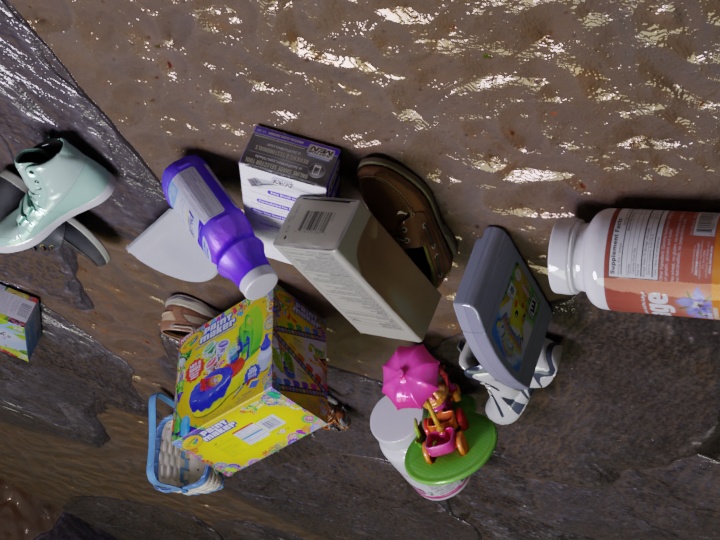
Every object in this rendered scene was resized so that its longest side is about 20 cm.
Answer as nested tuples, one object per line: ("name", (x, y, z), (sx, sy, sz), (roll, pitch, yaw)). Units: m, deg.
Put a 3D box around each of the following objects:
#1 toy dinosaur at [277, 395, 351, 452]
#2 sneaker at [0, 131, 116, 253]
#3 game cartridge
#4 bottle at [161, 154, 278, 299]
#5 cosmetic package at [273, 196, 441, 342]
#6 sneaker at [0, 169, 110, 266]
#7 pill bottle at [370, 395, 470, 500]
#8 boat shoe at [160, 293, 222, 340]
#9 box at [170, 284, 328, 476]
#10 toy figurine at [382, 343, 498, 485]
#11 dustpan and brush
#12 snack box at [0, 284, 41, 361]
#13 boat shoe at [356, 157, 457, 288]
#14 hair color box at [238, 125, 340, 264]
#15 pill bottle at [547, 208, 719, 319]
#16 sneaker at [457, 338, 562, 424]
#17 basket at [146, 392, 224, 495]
("toy dinosaur", (-0.114, 0.229, 1.898), (0.200, 0.102, 0.136), (45, 131, -7))
("sneaker", (-0.440, -0.107, 1.466), (0.200, 0.074, 0.118), (-29, 135, 13))
("game cartridge", (0.178, 0.057, 1.357), (0.040, 0.134, 0.200), (7, 150, 36))
("bottle", (-0.172, -0.051, 1.353), (0.200, 0.065, 0.084), (52, 161, 25))
("cosmetic package", (0.000, 0.000, 1.295), (0.105, 0.071, 0.200), (7, 152, 39))
("sneaker", (-0.464, -0.045, 1.588), (0.200, 0.106, 0.075), (40, 167, -23))
("pill bottle", (0.099, 0.286, 1.811), (0.113, 0.114, 0.200), (0, 144, 32))
("boat shoe", (-0.225, 0.108, 1.750), (0.199, 0.072, 0.076), (21, 151, -2))
("box", (-0.160, 0.160, 1.609), (0.199, 0.193, 0.122), (-31, 131, 26))
("toy figurine", (0.102, 0.180, 1.621), (0.149, 0.200, 0.185), (-18, 117, 18))
("dustpan and brush", (-0.215, -0.017, 1.566), (0.200, 0.057, 0.139), (39, 134, -19))
("snack box", (-0.678, 0.073, 1.972), (0.199, 0.068, 0.169), (21, 151, -4))
("boat shoe", (0.056, -0.051, 1.314), (0.072, 0.068, 0.200), (-4, 142, 39))
("hair color box", (-0.084, -0.083, 1.353), (0.109, 0.065, 0.200), (17, 152, 7))
("pill bottle", (0.309, -0.009, 1.186), (0.199, 0.113, 0.112), (4, 148, 26))
("sneaker", (0.186, 0.140, 1.548), (0.129, 0.080, 0.199), (24, 151, -4))
("basket", (-0.347, 0.344, 2.132), (0.138, 0.177, 0.200), (-16, 151, 26))
